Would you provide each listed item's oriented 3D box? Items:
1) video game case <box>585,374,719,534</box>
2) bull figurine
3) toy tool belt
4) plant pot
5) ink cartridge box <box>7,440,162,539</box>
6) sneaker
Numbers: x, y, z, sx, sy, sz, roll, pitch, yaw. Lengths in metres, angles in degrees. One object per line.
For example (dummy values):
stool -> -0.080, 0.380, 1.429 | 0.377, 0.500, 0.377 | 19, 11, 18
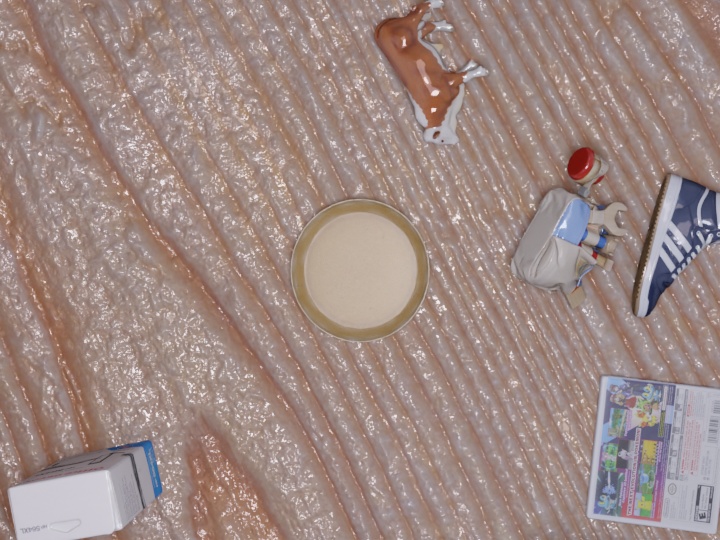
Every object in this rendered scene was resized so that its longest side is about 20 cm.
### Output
video game case -> 0.416, 0.256, 1.507 | 0.180, 0.023, 0.203 | 6, 93, 5
bull figurine -> 0.102, -0.276, 1.503 | 0.121, 0.065, 0.201 | -32, 91, 1
toy tool belt -> 0.302, -0.055, 1.477 | 0.122, 0.125, 0.202 | 24, 97, -27
plant pot -> 0.000, 0.000, 1.535 | 0.197, 0.027, 0.203 | 0, 91, 6
ink cartridge box -> -0.373, 0.305, 1.486 | 0.144, 0.200, 0.085 | -11, 90, 5
sneaker -> 0.443, -0.023, 1.475 | 0.107, 0.070, 0.202 | 16, 89, 6
